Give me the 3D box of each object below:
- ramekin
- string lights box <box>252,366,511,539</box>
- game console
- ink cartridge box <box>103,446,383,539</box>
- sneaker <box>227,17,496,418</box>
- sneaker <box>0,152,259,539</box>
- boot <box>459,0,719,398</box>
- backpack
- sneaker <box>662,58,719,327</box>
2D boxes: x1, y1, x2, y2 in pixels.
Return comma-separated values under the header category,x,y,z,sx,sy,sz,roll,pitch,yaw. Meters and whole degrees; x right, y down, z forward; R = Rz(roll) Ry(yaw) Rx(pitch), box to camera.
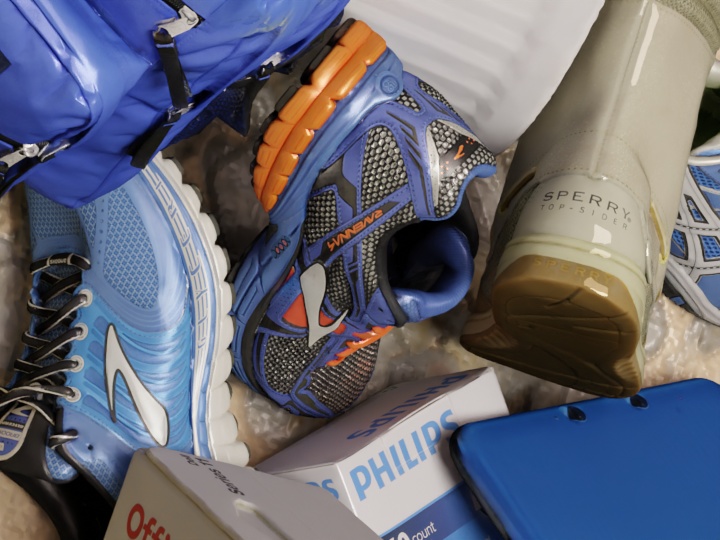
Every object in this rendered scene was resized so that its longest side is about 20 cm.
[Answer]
category,x,y,z,sx,sy,sz,roll,pitch,yaw
ramekin,0.036,-0.150,1.049,0.098,0.200,0.201,19,75,-11
string lights box,0.036,0.149,1.088,0.103,0.059,0.200,-27,100,-46
game console,0.114,0.150,1.119,0.200,0.118,0.171,-6,115,-51
ink cartridge box,-0.048,0.179,0.960,0.083,0.147,0.200,14,102,-30
sneaker,0.000,0.000,1.026,0.078,0.200,0.075,34,61,15
sneaker,-0.094,0.038,1.021,0.089,0.078,0.200,-16,94,-34
boot,0.091,-0.039,1.077,0.072,0.200,0.155,15,78,3
backpack,-0.077,-0.114,0.908,0.163,0.200,0.168,46,52,-10
sneaker,0.147,-0.035,1.176,0.200,0.077,0.076,35,67,-26
